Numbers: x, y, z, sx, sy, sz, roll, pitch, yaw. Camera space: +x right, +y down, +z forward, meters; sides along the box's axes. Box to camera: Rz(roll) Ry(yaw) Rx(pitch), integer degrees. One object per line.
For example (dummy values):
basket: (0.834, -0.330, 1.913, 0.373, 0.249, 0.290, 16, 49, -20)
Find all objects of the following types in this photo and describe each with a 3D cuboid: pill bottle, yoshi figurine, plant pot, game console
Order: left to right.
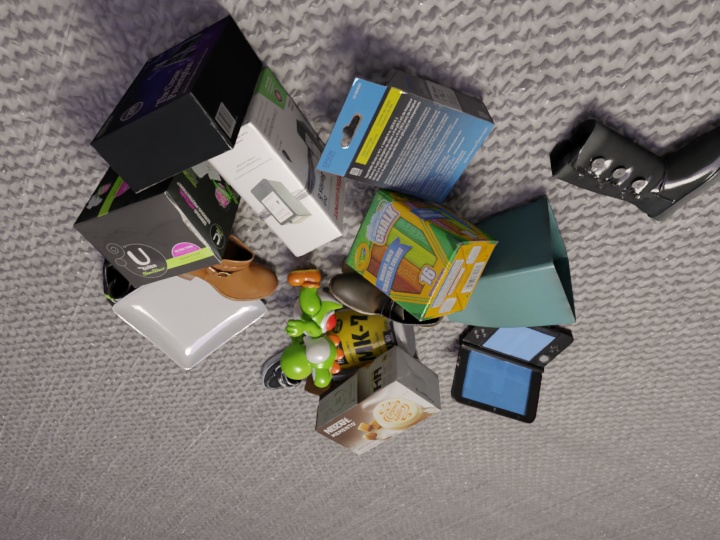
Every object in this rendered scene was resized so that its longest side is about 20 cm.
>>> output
yoshi figurine: (-0.102, 0.103, 0.939, 0.111, 0.202, 0.112, -10, 178, 42)
pill bottle: (-0.006, 0.122, 1.013, 0.198, 0.115, 0.115, -13, 133, 15)
plant pot: (0.221, 0.006, 0.873, 0.198, 0.142, 0.142, -14, 133, 27)
game console: (0.296, 0.185, 1.056, 0.198, 0.119, 0.173, 19, 133, -16)

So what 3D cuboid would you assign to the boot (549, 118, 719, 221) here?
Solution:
boot: (0.389, -0.164, 0.753, 0.198, 0.066, 0.165, 22, 130, -12)

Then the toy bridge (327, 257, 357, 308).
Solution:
toy bridge: (0.000, 0.000, 0.953, 0.067, 0.027, 0.201, 16, 132, -14)

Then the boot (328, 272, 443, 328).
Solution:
boot: (0.046, 0.045, 0.892, 0.198, 0.075, 0.097, 16, 175, -3)

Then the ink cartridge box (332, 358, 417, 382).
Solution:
ink cartridge box: (0.033, 0.194, 1.070, 0.158, 0.048, 0.200, -5, 162, 9)

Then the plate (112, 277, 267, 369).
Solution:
plate: (-0.302, 0.064, 0.989, 0.199, 0.032, 0.200, -36, 127, 0)

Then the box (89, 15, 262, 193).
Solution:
box: (-0.208, -0.201, 0.645, 0.140, 0.201, 0.079, -21, 131, 21)

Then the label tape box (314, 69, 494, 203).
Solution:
label tape box: (0.053, -0.181, 0.728, 0.198, 0.064, 0.145, 12, 134, -22)

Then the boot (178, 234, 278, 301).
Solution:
boot: (-0.198, -0.007, 0.875, 0.199, 0.074, 0.154, 12, 159, -31)

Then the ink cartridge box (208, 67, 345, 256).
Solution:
ink cartridge box: (-0.105, -0.142, 0.737, 0.083, 0.146, 0.200, -23, 130, 22)

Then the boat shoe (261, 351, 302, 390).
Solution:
boat shoe: (-0.147, 0.213, 1.142, 0.071, 0.068, 0.200, 33, 128, -26)

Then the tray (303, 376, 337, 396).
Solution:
tray: (-0.046, 0.252, 1.124, 0.098, 0.037, 0.200, 20, 168, -15)

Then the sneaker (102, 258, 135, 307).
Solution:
sneaker: (-0.430, 0.024, 0.962, 0.071, 0.083, 0.201, 13, 134, -9)

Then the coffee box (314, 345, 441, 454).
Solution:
coffee box: (0.028, 0.230, 0.952, 0.114, 0.080, 0.200, 38, 122, -26)

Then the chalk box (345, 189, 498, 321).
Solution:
chalk box: (0.071, -0.038, 0.798, 0.123, 0.199, 0.126, -6, 125, -52)

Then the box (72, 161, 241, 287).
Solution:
box: (-0.260, -0.102, 0.746, 0.147, 0.201, 0.125, -15, 132, 17)
